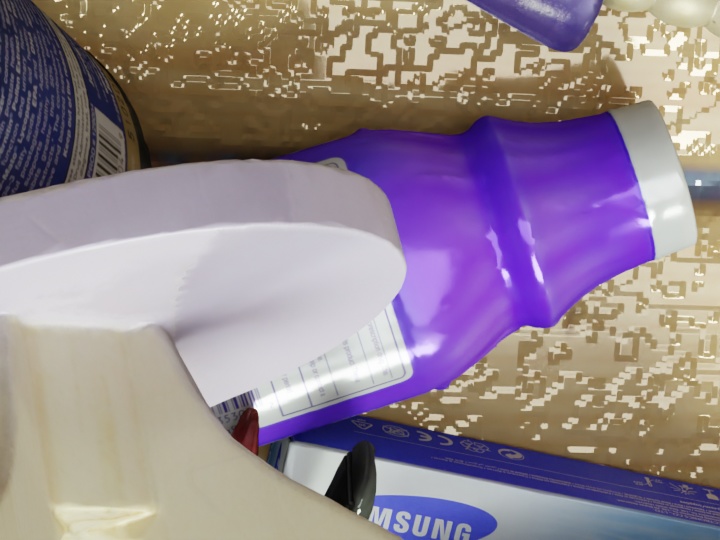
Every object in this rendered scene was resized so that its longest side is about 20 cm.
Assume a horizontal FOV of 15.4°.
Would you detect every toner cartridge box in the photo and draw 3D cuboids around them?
[{"bbox_3d":[0.062,0.110,0.855,0.200,0.043,0.095,11,103,-8],"label":"toner cartridge box"}]

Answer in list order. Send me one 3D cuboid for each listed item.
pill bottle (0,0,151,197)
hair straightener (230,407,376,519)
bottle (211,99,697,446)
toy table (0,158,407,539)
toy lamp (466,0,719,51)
[{"bbox_3d":[-0.140,-0.046,0.698,0.112,0.200,0.112,-6,71,17],"label":"pill bottle"},{"bbox_3d":[-0.025,0.141,0.799,0.077,0.041,0.200,14,108,-7],"label":"hair straightener"},{"bbox_3d":[0.000,0.000,0.805,0.200,0.065,0.084,-18,92,0],"label":"bottle"},{"bbox_3d":[-0.078,0.059,0.680,0.200,0.184,0.117,-20,65,16],"label":"toy table"},{"bbox_3d":[0.119,-0.079,0.802,0.200,0.058,0.058,13,104,-10],"label":"toy lamp"}]
